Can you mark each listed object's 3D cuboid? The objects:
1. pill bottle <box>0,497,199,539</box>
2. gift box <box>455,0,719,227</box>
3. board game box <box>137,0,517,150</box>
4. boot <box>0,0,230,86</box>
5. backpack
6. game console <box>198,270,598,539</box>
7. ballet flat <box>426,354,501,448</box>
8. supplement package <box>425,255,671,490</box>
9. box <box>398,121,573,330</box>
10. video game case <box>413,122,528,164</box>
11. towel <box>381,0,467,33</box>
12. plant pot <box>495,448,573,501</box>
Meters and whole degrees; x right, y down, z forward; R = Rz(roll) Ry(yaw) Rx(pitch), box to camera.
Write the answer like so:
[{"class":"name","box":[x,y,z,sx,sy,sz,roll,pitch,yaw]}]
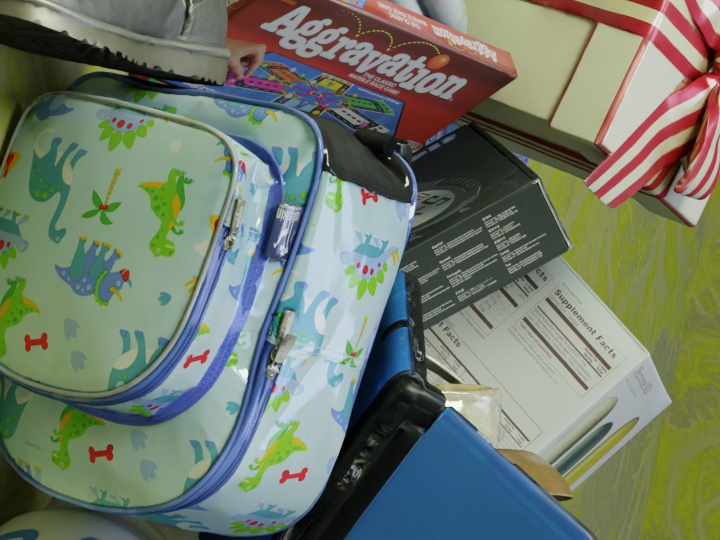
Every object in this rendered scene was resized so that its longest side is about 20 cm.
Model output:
[{"class":"pill bottle","box":[-0.149,0.184,1.333,0.200,0.112,0.113,-56,154,-51]},{"class":"gift box","box":[0.133,-0.137,1.600,0.200,0.186,0.185,22,91,-61]},{"class":"board game box","box":[-0.015,-0.106,1.478,0.200,0.103,0.020,17,46,-49]},{"class":"boot","box":[-0.105,-0.192,1.269,0.182,0.072,0.201,6,93,-63]},{"class":"backpack","box":[-0.091,0.015,1.301,0.147,0.182,0.201,13,91,-52]},{"class":"game console","box":[0.013,0.133,1.359,0.200,0.118,0.171,-53,-162,25]},{"class":"ballet flat","box":[-0.013,0.060,1.608,0.067,0.199,0.063,164,-55,-77]},{"class":"supplement package","box":[0.075,0.084,1.834,0.200,0.151,0.152,-42,161,-1]},{"class":"box","box":[0.000,0.000,1.491,0.044,0.199,0.160,62,-2,-17]},{"class":"video game case","box":[0.043,-0.115,1.706,0.181,0.045,0.201,-35,139,-42]},{"class":"towel","box":[-0.003,-0.220,1.481,0.172,0.048,0.200,65,4,23]},{"class":"plant pot","box":[0.015,0.114,1.517,0.200,0.199,0.028,24,64,-75]}]
